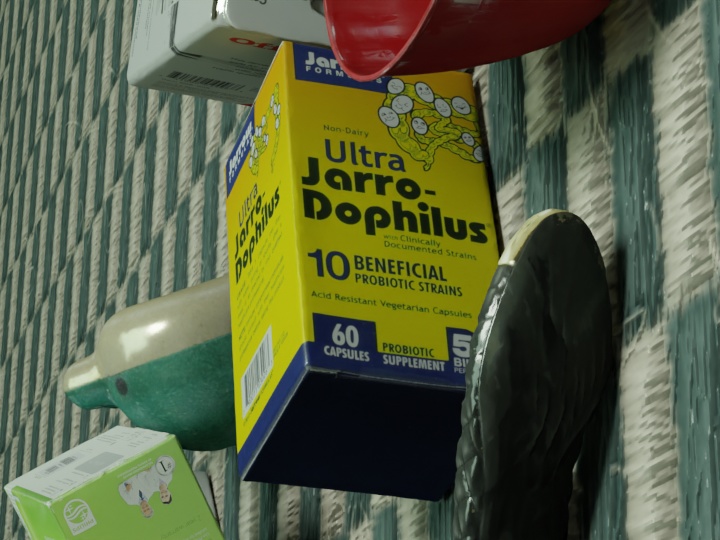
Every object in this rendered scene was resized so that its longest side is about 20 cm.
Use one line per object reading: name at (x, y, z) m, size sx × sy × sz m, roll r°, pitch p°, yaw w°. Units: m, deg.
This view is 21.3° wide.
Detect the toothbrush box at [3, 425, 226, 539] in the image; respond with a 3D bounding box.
toothbrush box at (-0.118, 0.199, 1.121) m, size 0.200 × 0.086 × 0.146 m, roll 64°, pitch 161°, yaw -8°

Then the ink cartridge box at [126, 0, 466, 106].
ink cartridge box at (-0.037, -0.146, 1.079) m, size 0.200 × 0.144 × 0.084 m, roll 172°, pitch 106°, yaw -70°

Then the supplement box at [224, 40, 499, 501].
supplement box at (0.000, 0.000, 0.966) m, size 0.110 × 0.109 × 0.200 m, roll 121°, pitch 151°, yaw -49°

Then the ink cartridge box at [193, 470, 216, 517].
ink cartridge box at (-0.139, 0.207, 1.301) m, size 0.200 × 0.095 × 0.037 m, roll -111°, pitch 34°, yaw -55°

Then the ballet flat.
ballet flat at (0.063, 0.072, 0.816) m, size 0.057 × 0.066 × 0.200 m, roll -163°, pitch 81°, yaw -66°

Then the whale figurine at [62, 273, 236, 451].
whale figurine at (-0.115, 0.069, 1.233) m, size 0.200 × 0.159 × 0.104 m, roll -24°, pitch 86°, yaw 56°

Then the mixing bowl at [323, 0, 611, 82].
mixing bowl at (0.065, -0.173, 0.854) m, size 0.200 × 0.108 × 0.200 m, roll -171°, pitch 90°, yaw -71°
